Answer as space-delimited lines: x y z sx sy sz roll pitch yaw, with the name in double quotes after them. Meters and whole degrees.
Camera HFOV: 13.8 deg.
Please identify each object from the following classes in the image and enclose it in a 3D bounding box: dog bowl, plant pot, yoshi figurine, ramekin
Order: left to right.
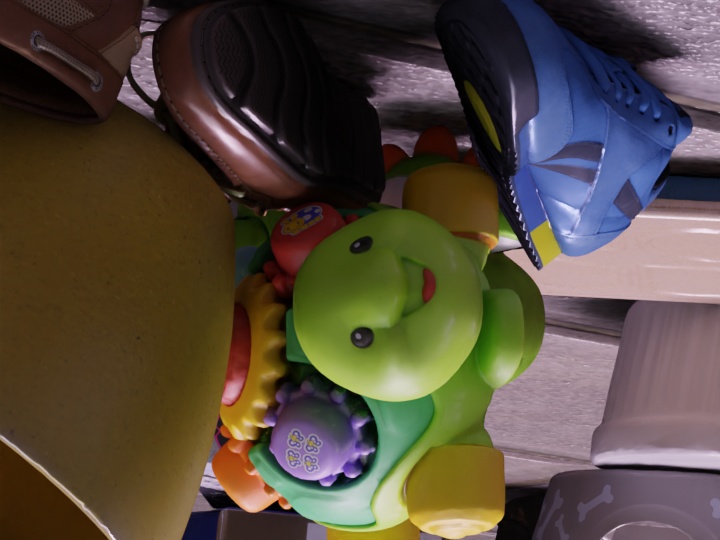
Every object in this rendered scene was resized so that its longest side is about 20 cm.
-0.125 0.013 1.078 0.200 0.142 0.200 28 158 12 "plant pot"
-0.001 0.014 1.270 0.200 0.112 0.112 -11 123 31 "yoshi figurine"
0.187 0.144 1.584 0.200 0.059 0.200 5 171 1 "dog bowl"
0.222 0.062 1.533 0.202 0.094 0.202 5 171 1 "ramekin"

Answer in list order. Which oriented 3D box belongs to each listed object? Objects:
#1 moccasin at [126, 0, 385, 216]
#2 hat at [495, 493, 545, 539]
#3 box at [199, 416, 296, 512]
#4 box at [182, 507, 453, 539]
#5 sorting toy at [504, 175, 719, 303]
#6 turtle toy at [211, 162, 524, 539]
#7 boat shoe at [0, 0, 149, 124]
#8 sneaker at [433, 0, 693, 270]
-0.047 -0.059 1.137 0.078 0.074 0.201 -8 176 11 "moccasin"
0.170 0.221 2.391 0.200 0.081 0.201 12 166 3 "hat"
-0.028 0.053 1.501 0.115 0.132 0.200 4 170 4 "box"
-0.035 0.146 1.583 0.121 0.032 0.200 6 175 -13 "box"
0.127 -0.015 1.375 0.200 0.037 0.185 -2 168 7 "sorting toy"
0.000 0.030 1.116 0.101 0.146 0.200 6 163 -22 "turtle toy"
-0.157 -0.094 0.983 0.200 0.072 0.076 11 166 -31 "boat shoe"
0.079 -0.064 1.105 0.078 0.066 0.200 -26 158 0 "sneaker"
